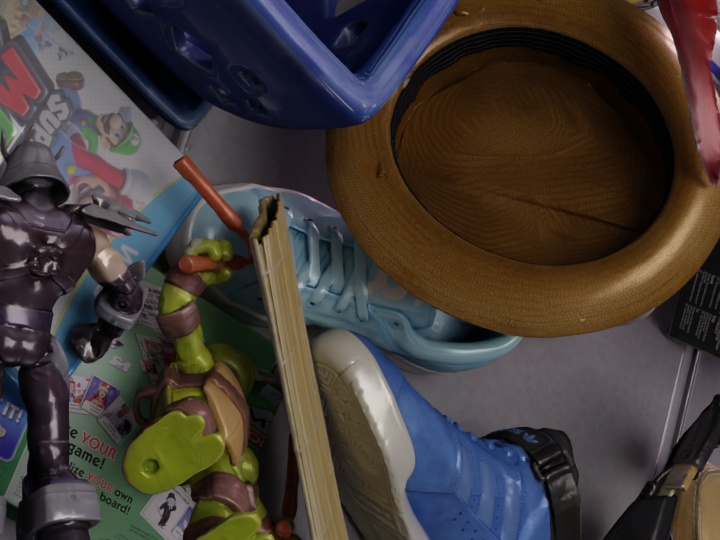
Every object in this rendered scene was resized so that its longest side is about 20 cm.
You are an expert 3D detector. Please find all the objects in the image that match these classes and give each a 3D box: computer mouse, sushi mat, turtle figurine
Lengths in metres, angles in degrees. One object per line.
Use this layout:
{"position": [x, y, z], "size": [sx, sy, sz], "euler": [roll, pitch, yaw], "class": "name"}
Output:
{"position": [0.152, 0.148, 1.077], "size": [0.046, 0.141, 0.200], "euler": [38, 66, 9], "class": "computer mouse"}
{"position": [-0.026, 0.070, 0.955], "size": [0.012, 0.096, 0.201], "euler": [-10, 102, 3], "class": "sushi mat"}
{"position": [-0.071, 0.061, 0.912], "size": [0.064, 0.161, 0.201], "euler": [-10, 109, 5], "class": "turtle figurine"}

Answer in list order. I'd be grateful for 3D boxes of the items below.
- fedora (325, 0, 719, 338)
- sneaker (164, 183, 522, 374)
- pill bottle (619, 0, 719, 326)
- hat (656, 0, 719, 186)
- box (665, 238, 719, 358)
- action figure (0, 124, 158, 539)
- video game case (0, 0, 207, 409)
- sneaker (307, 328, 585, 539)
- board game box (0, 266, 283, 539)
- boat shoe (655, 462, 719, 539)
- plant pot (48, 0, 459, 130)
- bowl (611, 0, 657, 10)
{"position": [0.082, -0.048, 1.006], "size": [0.199, 0.082, 0.202], "euler": [-1, 70, 3], "class": "fedora"}
{"position": [0.000, 0.000, 1.027], "size": [0.199, 0.082, 0.074], "euler": [17, 73, -34], "class": "sneaker"}
{"position": [0.147, -0.080, 1.129], "size": [0.112, 0.112, 0.201], "euler": [40, 62, -26], "class": "pill bottle"}
{"position": [0.109, -0.184, 0.952], "size": [0.165, 0.200, 0.176], "euler": [29, 97, -47], "class": "hat"}
{"position": [0.250, -0.056, 1.146], "size": [0.086, 0.200, 0.164], "euler": [23, 63, 13], "class": "box"}
{"position": [-0.150, 0.036, 0.868], "size": [0.129, 0.069, 0.201], "euler": [8, 80, -26], "class": "action figure"}
{"position": [-0.173, -0.056, 0.911], "size": [0.200, 0.018, 0.143], "euler": [47, 59, -23], "class": "video game case"}
{"position": [0.049, 0.096, 1.052], "size": [0.111, 0.077, 0.201], "euler": [-37, 110, -28], "class": "sneaker"}
{"position": [-0.132, 0.055, 0.955], "size": [0.200, 0.029, 0.135], "euler": [34, 65, -28], "class": "board game box"}
{"position": [0.216, 0.207, 1.163], "size": [0.071, 0.076, 0.201], "euler": [-5, 85, -35], "class": "boat shoe"}
{"position": [-0.061, -0.189, 0.946], "size": [0.200, 0.179, 0.200], "euler": [47, 60, -23], "class": "plant pot"}
{"position": [0.136, -0.210, 1.087], "size": [0.094, 0.200, 0.202], "euler": [43, 55, -62], "class": "bowl"}
